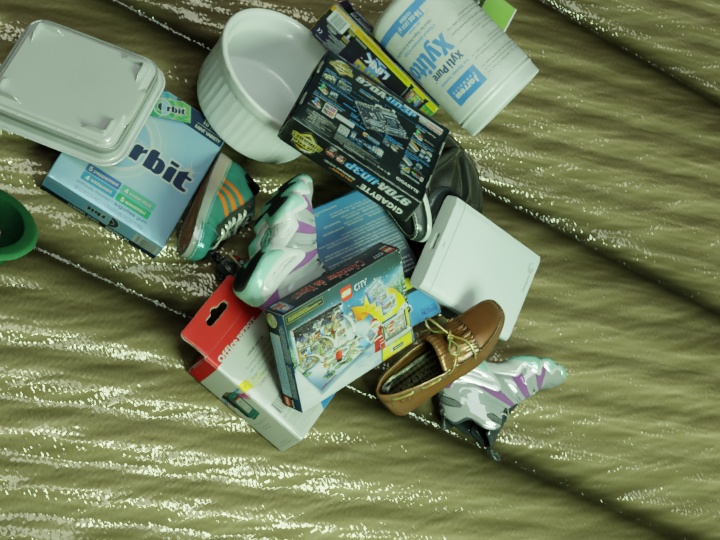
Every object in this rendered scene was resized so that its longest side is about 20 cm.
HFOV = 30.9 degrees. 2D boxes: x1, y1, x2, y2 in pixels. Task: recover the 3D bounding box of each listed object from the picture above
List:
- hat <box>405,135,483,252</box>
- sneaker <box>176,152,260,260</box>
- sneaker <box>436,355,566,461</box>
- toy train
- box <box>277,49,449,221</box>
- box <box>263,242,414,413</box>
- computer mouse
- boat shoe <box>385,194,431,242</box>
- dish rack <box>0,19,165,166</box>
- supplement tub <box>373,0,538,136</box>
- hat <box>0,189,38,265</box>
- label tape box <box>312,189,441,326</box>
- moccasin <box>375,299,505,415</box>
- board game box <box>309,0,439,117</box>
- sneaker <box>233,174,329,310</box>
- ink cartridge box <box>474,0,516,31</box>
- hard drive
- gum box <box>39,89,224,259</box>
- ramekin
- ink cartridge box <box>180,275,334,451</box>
[{"bbox_3d":[0.110,-0.125,1.843,0.200,0.081,0.202,9,67,-23],"label":"hat"},{"bbox_3d":[-0.173,-0.073,1.656,0.080,0.071,0.200,30,37,-13],"label":"sneaker"},{"bbox_3d":[0.193,0.190,1.777,0.199,0.078,0.141,2,72,-16],"label":"sneaker"},{"bbox_3d":[-0.154,0.006,1.690,0.200,0.034,0.046,45,46,-5],"label":"toy train"},{"bbox_3d":[0.008,-0.176,1.676,0.200,0.046,0.159,32,45,-10],"label":"box"},{"bbox_3d":[-0.022,0.068,1.611,0.200,0.038,0.137,-30,122,-35],"label":"box"},{"bbox_3d":[0.120,-0.016,1.793,0.200,0.046,0.141,44,70,-38],"label":"computer mouse"},{"bbox_3d":[0.030,-0.123,1.738,0.060,0.076,0.201,-13,65,-33],"label":"boat shoe"},{"bbox_3d":[-0.361,-0.232,1.630,0.199,0.044,0.172,21,60,3],"label":"dish rack"},{"bbox_3d":[0.126,-0.294,1.745,0.200,0.132,0.132,45,58,2],"label":"supplement tub"},{"bbox_3d":[-0.480,0.013,1.530,0.165,0.177,0.200,14,28,-20],"label":"hat"},{"bbox_3d":[0.000,0.000,1.751,0.143,0.066,0.201,-25,85,-32],"label":"label tape box"},{"bbox_3d":[0.103,0.107,1.706,0.201,0.078,0.074,-33,60,2],"label":"moccasin"},{"bbox_3d":[0.025,-0.287,1.819,0.200,0.165,0.057,45,102,-5],"label":"board game box"},{"bbox_3d":[-0.071,-0.014,1.653,0.140,0.078,0.201,37,57,-24],"label":"sneaker"},{"bbox_3d":[0.174,-0.352,1.890,0.076,0.200,0.148,36,60,-11],"label":"ink cartridge box"},{"bbox_3d":[0.161,0.000,1.783,0.200,0.027,0.132,31,78,-42],"label":"hard drive"},{"bbox_3d":[-0.286,-0.143,1.670,0.170,0.045,0.200,33,59,-12],"label":"gum box"},{"bbox_3d":[-0.121,-0.239,1.734,0.200,0.098,0.201,23,48,-27],"label":"ramekin"},{"bbox_3d":[-0.131,0.116,1.638,0.200,0.067,0.116,42,57,-7],"label":"ink cartridge box"}]
